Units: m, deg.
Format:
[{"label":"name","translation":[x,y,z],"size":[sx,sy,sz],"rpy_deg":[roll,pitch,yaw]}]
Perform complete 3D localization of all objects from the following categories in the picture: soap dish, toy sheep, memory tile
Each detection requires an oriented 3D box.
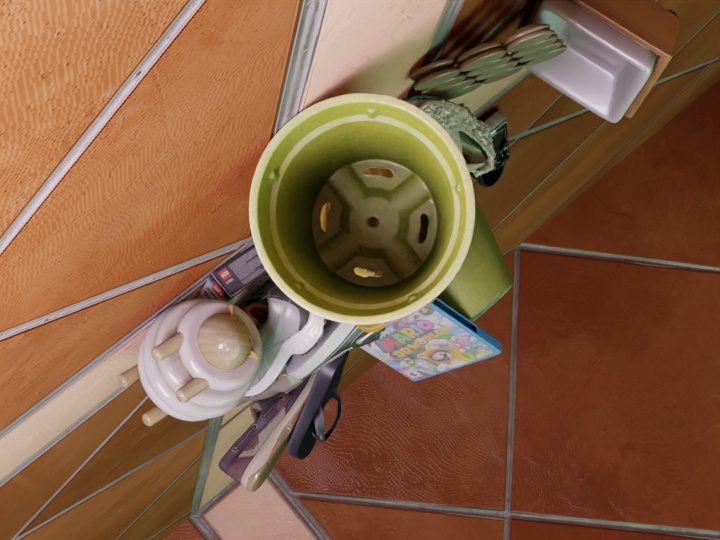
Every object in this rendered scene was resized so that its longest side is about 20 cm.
[{"label":"soap dish","translation":[0.265,-0.256,1.639],"size":[0.081,0.157,0.200],"rpy_deg":[-56,175,-12]},{"label":"toy sheep","translation":[-0.175,0.097,1.545],"size":[0.138,0.138,0.200],"rpy_deg":[-35,-176,-38]},{"label":"memory tile","translation":[0.135,-0.216,1.529],"size":[0.153,0.017,0.200],"rpy_deg":[-22,178,13]}]

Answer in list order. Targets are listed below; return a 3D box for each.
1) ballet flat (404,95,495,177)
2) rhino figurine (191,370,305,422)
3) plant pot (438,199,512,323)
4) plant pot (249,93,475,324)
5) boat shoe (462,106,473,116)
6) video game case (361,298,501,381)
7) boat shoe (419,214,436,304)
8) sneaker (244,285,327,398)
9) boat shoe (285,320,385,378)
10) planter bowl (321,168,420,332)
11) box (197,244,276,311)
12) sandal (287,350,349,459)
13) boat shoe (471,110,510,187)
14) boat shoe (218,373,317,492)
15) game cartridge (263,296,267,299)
[{"label":"ballet flat","translation":[0.099,-0.140,1.588],"size":[0.072,0.072,0.200],"rpy_deg":[-43,157,19]},{"label":"rhino figurine","translation":[-0.145,0.130,1.760],"size":[0.199,0.060,0.088],"rpy_deg":[-20,-163,16]},{"label":"plant pot","translation":[0.094,-0.028,1.848],"size":[0.187,0.200,0.187],"rpy_deg":[-40,172,-7]},{"label":"plant pot","translation":[0.008,-0.050,1.367],"size":[0.200,0.201,0.184],"rpy_deg":[-41,175,2]},{"label":"boat shoe","translation":[0.097,-0.146,1.725],"size":[0.073,0.063,0.200],"rpy_deg":[-45,171,32]},{"label":"video game case","translation":[0.059,0.074,1.808],"size":[0.143,0.200,0.018],"rpy_deg":[-21,-130,36]},{"label":"boat shoe","translation":[0.043,-0.048,1.583],"size":[0.073,0.202,0.063],"rpy_deg":[-3,156,-23]},{"label":"sneaker","translation":[-0.107,0.074,1.635],"size":[0.200,0.079,0.074],"rpy_deg":[-46,-158,47]},{"label":"boat shoe","translation":[-0.001,0.057,1.638],"size":[0.200,0.064,0.071],"rpy_deg":[-44,-153,15]},{"label":"planter bowl","translation":[-0.018,-0.039,1.532],"size":[0.083,0.201,0.201],"rpy_deg":[6,149,-23]},{"label":"box","translation":[-0.098,-0.009,1.646],"size":[0.200,0.035,0.110],"rpy_deg":[-36,170,-32]},{"label":"sandal","translation":[-0.047,0.176,1.841],"size":[0.076,0.043,0.201],"rpy_deg":[-56,171,-42]},{"label":"boat shoe","translation":[0.180,-0.166,2.031],"size":[0.069,0.057,0.200],"rpy_deg":[-40,172,-7]},{"label":"boat shoe","translation":[-0.111,0.186,1.865],"size":[0.200,0.065,0.072],"rpy_deg":[-58,173,-30]},{"label":"game cartridge","translation":[-0.128,0.062,1.784],"size":[0.200,0.033,0.176],"rpy_deg":[-38,-178,-20]}]
